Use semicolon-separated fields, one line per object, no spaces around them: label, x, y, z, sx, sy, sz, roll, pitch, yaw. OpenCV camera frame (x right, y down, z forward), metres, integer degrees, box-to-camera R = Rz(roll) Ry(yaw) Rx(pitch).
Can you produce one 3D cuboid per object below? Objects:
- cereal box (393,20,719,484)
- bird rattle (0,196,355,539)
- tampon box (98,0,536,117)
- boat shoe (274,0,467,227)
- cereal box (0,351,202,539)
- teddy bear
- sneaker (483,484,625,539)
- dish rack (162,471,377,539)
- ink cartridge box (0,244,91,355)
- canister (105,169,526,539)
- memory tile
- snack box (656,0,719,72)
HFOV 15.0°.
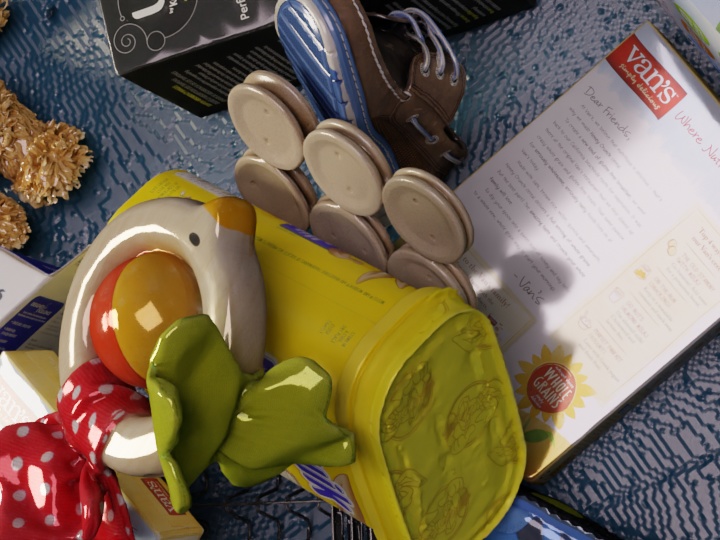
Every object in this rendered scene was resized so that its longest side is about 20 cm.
cereal box;0.120;-0.008;1.393;0.200;0.040;0.144;-40;75;8
bird rattle;-0.092;0.050;1.268;0.200;0.112;0.164;-18;66;52
tampon box;-0.032;-0.186;1.413;0.199;0.126;0.151;-16;79;14
boat shoe;0.011;-0.096;1.357;0.072;0.200;0.072;-32;67;-4
cereal box;-0.176;0.162;1.407;0.144;0.039;0.201;46;116;30
teddy bear;-0.241;-0.086;1.492;0.145;0.067;0.201;-34;76;7
sneaker;0.112;0.166;1.362;0.199;0.066;0.079;29;96;17
dish rack;-0.053;0.162;1.417;0.198;0.055;0.155;-3;84;14
ink cartridge box;-0.206;0.045;1.450;0.200;0.099;0.039;-40;73;7
canister;-0.027;0.045;1.336;0.199;0.149;0.087;27;60;36
memory tile;0.000;0.000;1.353;0.153;0.201;0.017;30;57;28
snack box;0.182;-0.141;1.324;0.068;0.169;0.200;-40;74;5
